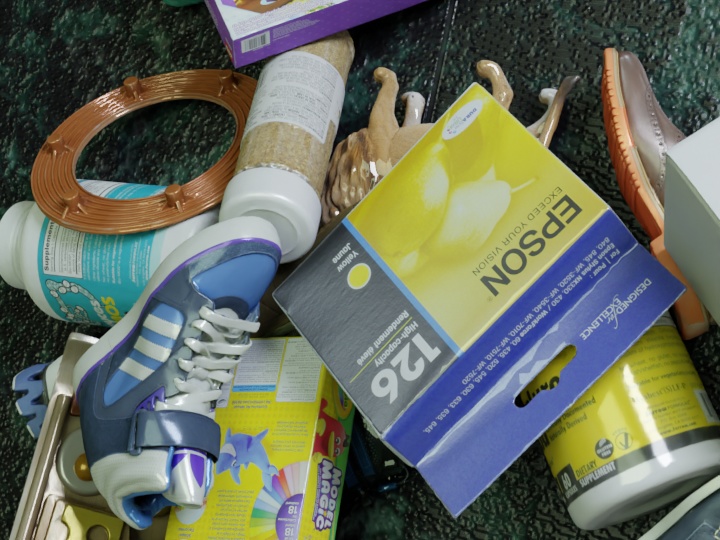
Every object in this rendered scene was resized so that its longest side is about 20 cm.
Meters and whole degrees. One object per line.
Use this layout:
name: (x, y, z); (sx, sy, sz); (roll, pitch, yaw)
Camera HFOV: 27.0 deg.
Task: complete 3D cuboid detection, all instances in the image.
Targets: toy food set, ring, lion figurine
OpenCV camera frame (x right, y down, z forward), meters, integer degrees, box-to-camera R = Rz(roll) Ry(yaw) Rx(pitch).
toy food set: (-0.165, 0.160, 1.060); (0.142, 0.060, 0.202); (17, 68, -11)
ring: (-0.157, -0.098, 1.135); (0.198, 0.019, 0.202); (-10, 39, 8)
lion figurine: (0.057, -0.079, 1.057); (0.198, 0.072, 0.124); (-3, 65, 34)

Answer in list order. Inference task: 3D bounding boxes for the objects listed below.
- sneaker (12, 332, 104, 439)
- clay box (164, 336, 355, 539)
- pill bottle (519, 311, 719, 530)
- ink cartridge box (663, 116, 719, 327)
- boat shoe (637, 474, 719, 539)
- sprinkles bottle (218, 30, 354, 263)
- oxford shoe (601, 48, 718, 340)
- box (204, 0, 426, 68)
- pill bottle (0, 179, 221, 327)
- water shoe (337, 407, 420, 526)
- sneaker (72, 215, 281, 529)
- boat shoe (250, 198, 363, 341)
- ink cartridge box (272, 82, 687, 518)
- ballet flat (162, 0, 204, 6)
sneaker: (-0.183, 0.125, 1.139); (0.115, 0.080, 0.201); (-40, 64, 17)
clay box: (-0.069, 0.147, 1.010); (0.114, 0.047, 0.203); (-4, 68, 35)
pill bottle: (0.151, 0.054, 0.966); (0.110, 0.111, 0.202); (-29, 68, 19)
ink cartridge box: (0.294, -0.037, 0.860); (0.199, 0.147, 0.147); (-32, 67, -2)
boat shoe: (0.204, 0.181, 0.935); (0.200, 0.075, 0.062); (-41, 64, 16)
sprinkles bottle: (-0.050, -0.099, 1.067); (0.067, 0.068, 0.202); (-13, 43, 24)
oxford shoe: (0.211, -0.059, 0.991); (0.072, 0.071, 0.202); (-18, 78, 5)
box: (-0.026, -0.242, 1.098); (0.198, 0.039, 0.138); (-20, 67, -11)
pill bottle: (-0.182, -0.011, 1.148); (0.198, 0.110, 0.112); (6, 83, 28)
water shoe: (0.002, 0.131, 1.050); (0.078, 0.071, 0.202); (28, 95, 24)
sneaker: (-0.105, 0.079, 0.979); (0.200, 0.080, 0.147); (-42, 53, 22)
boat shoe: (0.000, 0.000, 1.047); (0.198, 0.065, 0.074); (-21, 65, 23)
ink cartridge box: (0.065, 0.012, 0.932); (0.198, 0.047, 0.200); (-45, 49, 4)
ballet flat: (-0.087, -0.251, 1.167); (0.198, 0.070, 0.068); (-9, 69, 24)
